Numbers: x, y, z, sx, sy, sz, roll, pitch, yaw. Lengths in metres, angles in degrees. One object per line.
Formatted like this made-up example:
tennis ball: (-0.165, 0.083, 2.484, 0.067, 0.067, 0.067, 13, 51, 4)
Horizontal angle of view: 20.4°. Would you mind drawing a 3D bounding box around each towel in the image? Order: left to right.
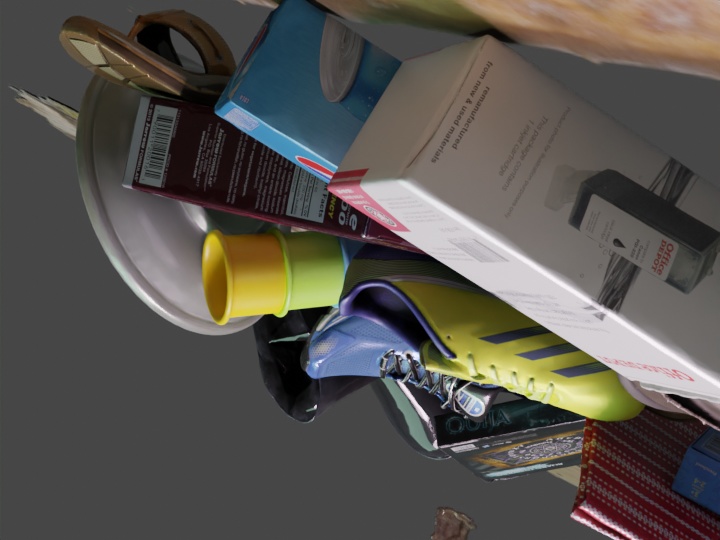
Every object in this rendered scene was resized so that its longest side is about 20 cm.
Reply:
towel: (0.198, 0.132, 1.253, 0.144, 0.023, 0.200, 32, -152, -6)

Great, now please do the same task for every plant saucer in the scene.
plant saucer: (-0.101, -0.059, 1.323, 0.050, 0.201, 0.200, -20, 141, 34)

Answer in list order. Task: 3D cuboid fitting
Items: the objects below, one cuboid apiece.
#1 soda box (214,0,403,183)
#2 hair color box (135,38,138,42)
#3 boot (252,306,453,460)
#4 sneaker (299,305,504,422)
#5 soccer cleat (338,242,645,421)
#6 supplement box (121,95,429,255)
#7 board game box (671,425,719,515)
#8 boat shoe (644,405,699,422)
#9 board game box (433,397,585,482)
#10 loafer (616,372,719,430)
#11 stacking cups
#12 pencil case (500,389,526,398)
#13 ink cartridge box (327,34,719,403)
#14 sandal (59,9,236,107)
soda box: (0.026, -0.063, 1.057, 0.199, 0.068, 0.064, 31, 173, -10)
hair color box: (-0.143, -0.110, 1.506, 0.111, 0.064, 0.200, 32, 173, -7)
boot: (0.003, 0.080, 1.469, 0.165, 0.065, 0.200, 62, -160, 5)
sneaker: (0.058, 0.055, 1.357, 0.199, 0.090, 0.079, -5, 154, -11)
soccer cleat: (0.077, 0.047, 1.214, 0.199, 0.084, 0.065, 29, 140, 10)
supplement box: (-0.034, -0.055, 1.190, 0.199, 0.061, 0.109, 14, -179, 38)
board game box: (0.309, 0.147, 1.244, 0.199, 0.037, 0.151, 27, -156, 19)
boat shoe: (0.153, 0.031, 1.264, 0.200, 0.072, 0.068, 21, 141, 46)
board game box: (0.167, 0.115, 1.476, 0.199, 0.028, 0.135, -12, 160, 15)
loafer: (0.227, 0.061, 1.154, 0.199, 0.073, 0.071, 22, 176, -39)
stacking cups: (0.000, 0.000, 1.286, 0.199, 0.061, 0.060, -3, -173, -22)
pencil case: (0.107, 0.050, 1.535, 0.087, 0.078, 0.200, 57, 170, -8)
ink cartridge box: (0.100, -0.022, 0.963, 0.200, 0.085, 0.146, 34, 173, -13)
sandal: (-0.107, -0.131, 1.239, 0.080, 0.054, 0.199, 15, 180, 42)
